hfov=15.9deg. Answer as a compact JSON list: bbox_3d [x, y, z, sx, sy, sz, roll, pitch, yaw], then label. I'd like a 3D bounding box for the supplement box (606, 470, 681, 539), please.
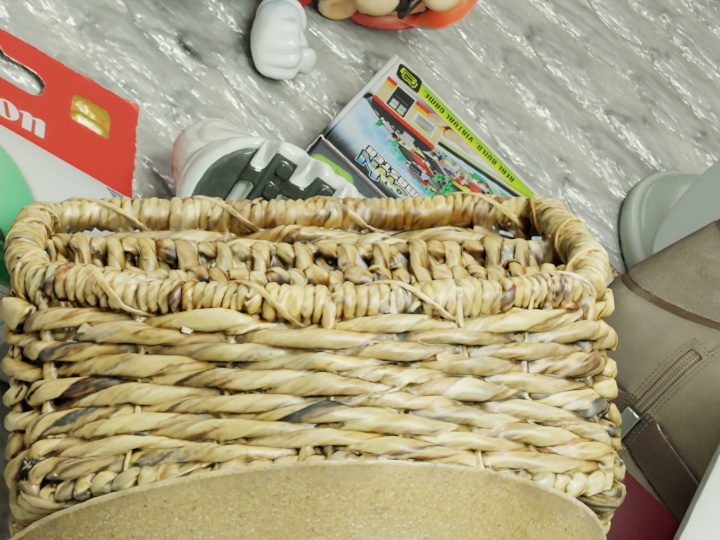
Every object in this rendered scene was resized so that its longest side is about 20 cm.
[{"bbox_3d":[0.135,0.179,0.940,0.200,0.061,0.109,43,31,0],"label":"supplement box"}]

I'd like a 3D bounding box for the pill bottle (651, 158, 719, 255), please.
[{"bbox_3d":[0.239,0.031,1.232,0.200,0.113,0.113,45,30,-13],"label":"pill bottle"}]

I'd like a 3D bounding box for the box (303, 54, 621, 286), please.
[{"bbox_3d":[0.061,-0.002,1.184,0.200,0.035,0.110,44,31,-3],"label":"box"}]

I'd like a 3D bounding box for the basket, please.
[{"bbox_3d":[-0.018,0.019,0.844,0.199,0.143,0.150,1,69,-4],"label":"basket"}]

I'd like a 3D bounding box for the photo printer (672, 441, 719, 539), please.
[{"bbox_3d":[0.192,0.110,0.902,0.166,0.070,0.200,14,29,17],"label":"photo printer"}]

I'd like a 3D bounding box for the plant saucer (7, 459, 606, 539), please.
[{"bbox_3d":[-0.020,0.111,0.811,0.200,0.200,0.036,17,58,-39],"label":"plant saucer"}]

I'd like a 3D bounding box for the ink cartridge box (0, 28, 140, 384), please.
[{"bbox_3d":[-0.142,-0.050,0.986,0.161,0.050,0.201,30,36,-25],"label":"ink cartridge box"}]

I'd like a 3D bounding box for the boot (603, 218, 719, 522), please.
[{"bbox_3d":[0.179,0.070,1.078,0.200,0.146,0.070,49,25,20],"label":"boot"}]

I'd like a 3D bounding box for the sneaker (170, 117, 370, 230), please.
[{"bbox_3d":[0.000,0.000,1.080,0.200,0.075,0.081,39,3,-27],"label":"sneaker"}]

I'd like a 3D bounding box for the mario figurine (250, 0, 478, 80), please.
[{"bbox_3d":[0.005,-0.153,1.207,0.200,0.123,0.106,11,58,-60],"label":"mario figurine"}]

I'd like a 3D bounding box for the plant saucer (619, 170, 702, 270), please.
[{"bbox_3d":[0.225,0.016,1.347,0.200,0.050,0.201,31,33,-23],"label":"plant saucer"}]
